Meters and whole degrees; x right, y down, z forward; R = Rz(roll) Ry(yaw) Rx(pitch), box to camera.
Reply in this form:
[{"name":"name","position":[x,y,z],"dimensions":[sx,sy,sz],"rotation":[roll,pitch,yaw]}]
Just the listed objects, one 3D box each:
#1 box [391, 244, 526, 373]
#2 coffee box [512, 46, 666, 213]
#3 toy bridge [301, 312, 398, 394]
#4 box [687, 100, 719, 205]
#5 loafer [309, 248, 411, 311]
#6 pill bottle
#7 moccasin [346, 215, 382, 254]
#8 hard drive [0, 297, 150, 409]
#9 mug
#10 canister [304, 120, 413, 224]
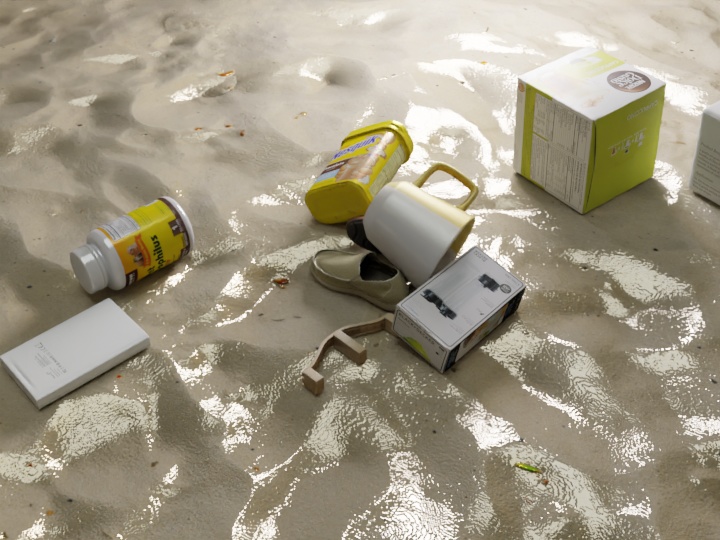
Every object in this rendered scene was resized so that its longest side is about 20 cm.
[{"name":"box","position":[0.155,0.058,1.612],"dimensions":[0.116,0.061,0.199],"rotation":[38,53,21]},{"name":"coffee box","position":[0.421,-0.264,1.899],"dimensions":[0.198,0.203,0.197],"rotation":[-26,44,-26]},{"name":"toy bridge","position":[-0.018,0.118,1.594],"dimensions":[0.067,0.028,0.199],"rotation":[30,48,35]},{"name":"box","position":[0.735,-0.210,1.834],"dimensions":[0.198,0.174,0.199],"rotation":[-26,44,-26]},{"name":"loafer","position":[0.000,0.000,1.706],"dimensions":[0.197,0.069,0.076],"rotation":[20,44,27]},{"name":"pill bottle","position":[-0.391,-0.040,1.749],"dimensions":[0.198,0.111,0.109],"rotation":[-31,46,-30]},{"name":"moccasin","position":[0.074,-0.075,1.792],"dimensions":[0.197,0.075,0.078],"rotation":[-4,29,4]},{"name":"hard drive","position":[-0.449,0.127,1.613],"dimensions":[0.198,0.027,0.131],"rotation":[-30,46,-30]},{"name":"mug","position":[0.096,-0.076,1.697],"dimensions":[0.152,0.151,0.186],"rotation":[36,45,11]},{"name":"canister","position":[-0.002,-0.180,1.890],"dimensions":[0.147,0.087,0.201],"rotation":[-11,32,37]}]
